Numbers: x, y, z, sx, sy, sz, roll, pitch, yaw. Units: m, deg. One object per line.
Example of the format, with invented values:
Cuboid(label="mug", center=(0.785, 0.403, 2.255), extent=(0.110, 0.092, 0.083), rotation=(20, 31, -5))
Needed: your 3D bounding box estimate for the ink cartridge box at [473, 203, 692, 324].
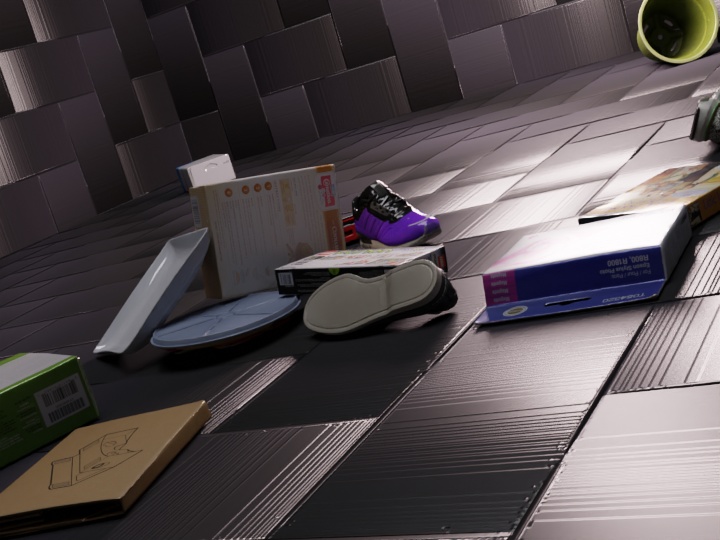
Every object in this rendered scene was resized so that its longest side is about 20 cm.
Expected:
Cuboid(label="ink cartridge box", center=(0.232, -0.009, 1.122), extent=(0.194, 0.044, 0.200), rotation=(-11, 13, 29))

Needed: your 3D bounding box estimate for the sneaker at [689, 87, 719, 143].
Cuboid(label="sneaker", center=(0.553, -0.219, 1.589), extent=(0.088, 0.078, 0.199), rotation=(25, 32, 25))

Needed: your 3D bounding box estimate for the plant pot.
Cuboid(label="plant pot", center=(0.781, -0.609, 2.719), extent=(0.197, 0.203, 0.190), rotation=(-17, 0, 2))

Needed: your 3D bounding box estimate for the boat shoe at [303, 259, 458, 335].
Cuboid(label="boat shoe", center=(0.021, 0.041, 1.217), extent=(0.198, 0.074, 0.062), rotation=(-16, -32, 37))

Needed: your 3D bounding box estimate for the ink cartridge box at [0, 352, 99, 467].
Cuboid(label="ink cartridge box", center=(-0.411, 0.157, 1.239), extent=(0.147, 0.077, 0.199), rotation=(-26, 13, -33))

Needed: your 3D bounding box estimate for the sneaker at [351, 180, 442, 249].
Cuboid(label="sneaker", center=(0.041, -0.082, 1.581), extent=(0.069, 0.101, 0.199), rotation=(-25, 14, -27))

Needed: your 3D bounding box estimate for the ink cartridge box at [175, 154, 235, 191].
Cuboid(label="ink cartridge box", center=(-0.499, -0.314, 3.463), extent=(0.143, 0.086, 0.200), rotation=(-22, 11, -17))

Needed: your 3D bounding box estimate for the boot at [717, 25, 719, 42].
Cuboid(label="boot", center=(1.010, -0.640, 2.743), extent=(0.163, 0.067, 0.199), rotation=(-20, 5, 39))

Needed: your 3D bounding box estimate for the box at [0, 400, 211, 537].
Cuboid(label="box", center=(-0.246, 0.183, 1.005), extent=(0.161, 0.022, 0.200), rotation=(-14, 12, 18))

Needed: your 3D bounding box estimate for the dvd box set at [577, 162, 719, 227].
Cuboid(label="dvd box set", center=(0.374, -0.086, 1.283), extent=(0.198, 0.030, 0.145), rotation=(-26, 14, -35))

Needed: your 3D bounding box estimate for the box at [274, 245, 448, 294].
Cuboid(label="box", center=(0.000, 0.000, 1.363), extent=(0.197, 0.035, 0.109), rotation=(-2, 12, 38))

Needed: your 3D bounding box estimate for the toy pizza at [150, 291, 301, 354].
Cuboid(label="toy pizza", center=(-0.168, 0.071, 1.366), extent=(0.197, 0.032, 0.200), rotation=(-14, 11, 3))

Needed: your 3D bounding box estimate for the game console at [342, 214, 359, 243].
Cuboid(label="game console", center=(-0.016, -0.072, 1.815), extent=(0.197, 0.032, 0.177), rotation=(-18, 7, -3))

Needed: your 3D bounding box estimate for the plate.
Cuboid(label="plate", center=(-0.281, 0.037, 1.473), extent=(0.201, 0.032, 0.199), rotation=(-58, 19, -18))

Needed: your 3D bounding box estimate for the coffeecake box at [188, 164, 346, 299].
Cuboid(label="coffeecake box", center=(-0.125, -0.056, 1.500), extent=(0.197, 0.156, 0.073), rotation=(-12, 6, -27))
